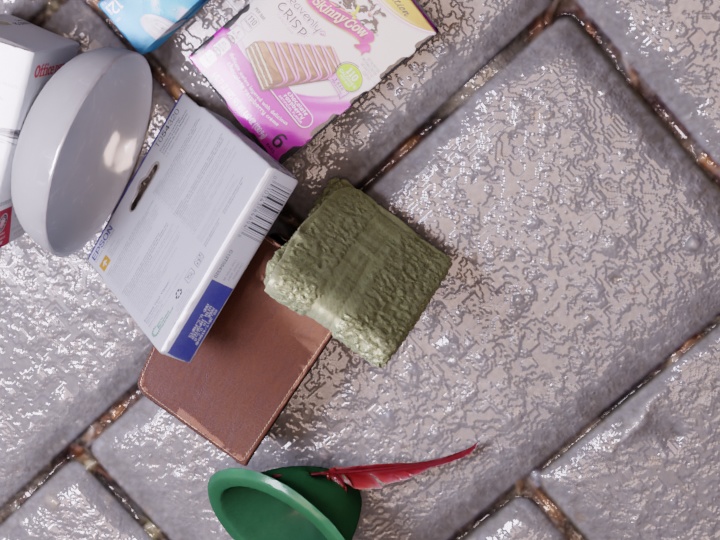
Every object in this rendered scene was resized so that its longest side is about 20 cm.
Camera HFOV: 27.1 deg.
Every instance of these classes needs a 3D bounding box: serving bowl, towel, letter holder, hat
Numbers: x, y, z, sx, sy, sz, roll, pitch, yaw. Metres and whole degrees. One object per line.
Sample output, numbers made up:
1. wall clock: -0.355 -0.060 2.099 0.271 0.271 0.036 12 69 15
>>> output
1. serving bowl: -0.267 -0.117 1.382 0.065 0.200 0.202 23 103 9
2. towel: 0.000 0.000 1.386 0.148 0.200 0.037 34 126 -1
3. letter holder: -0.109 0.059 1.453 0.141 0.101 0.201 34 103 -1
4. hat: -0.028 0.209 1.513 0.199 0.176 0.166 36 145 2

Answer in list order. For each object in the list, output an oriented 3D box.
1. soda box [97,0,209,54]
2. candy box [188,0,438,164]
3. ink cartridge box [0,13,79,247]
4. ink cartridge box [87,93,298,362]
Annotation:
1. soda box: -0.148 -0.292 1.396 0.200 0.068 0.064 -41 96 11
2. candy box: -0.043 -0.213 1.408 0.199 0.061 0.137 -39 96 11
3. ink cartridge box: -0.344 -0.130 1.407 0.083 0.145 0.202 19 103 2
4. ink cartridge box: -0.162 -0.044 1.405 0.043 0.200 0.198 25 101 -37
